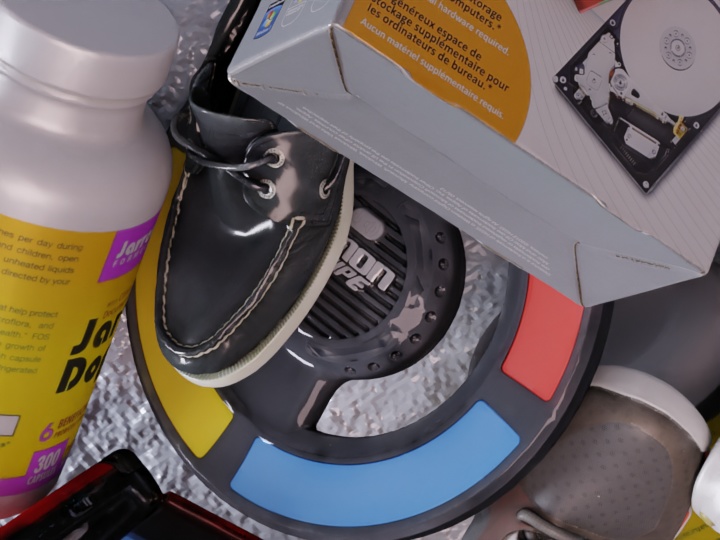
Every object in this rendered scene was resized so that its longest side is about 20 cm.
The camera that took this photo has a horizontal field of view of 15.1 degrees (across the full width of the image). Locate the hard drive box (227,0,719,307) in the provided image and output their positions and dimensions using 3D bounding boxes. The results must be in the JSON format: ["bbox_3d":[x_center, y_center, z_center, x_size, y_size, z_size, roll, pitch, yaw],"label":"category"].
[{"bbox_3d":[0.070,-0.114,0.907,0.156,0.200,0.077,31,157,-21],"label":"hard drive box"}]

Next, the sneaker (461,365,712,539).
[{"bbox_3d":[0.060,0.121,0.990,0.077,0.082,0.200,31,125,-5],"label":"sneaker"}]

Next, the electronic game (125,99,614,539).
[{"bbox_3d":[0.000,0.000,0.989,0.200,0.200,0.042,-41,156,18],"label":"electronic game"}]

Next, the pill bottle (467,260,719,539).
[{"bbox_3d":[0.128,0.098,1.082,0.112,0.112,0.200,-21,120,8],"label":"pill bottle"}]

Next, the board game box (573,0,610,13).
[{"bbox_3d":[0.131,-0.163,0.895,0.200,0.019,0.103,-23,91,-31],"label":"board game box"}]

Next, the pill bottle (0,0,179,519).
[{"bbox_3d":[-0.132,-0.013,1.001,0.104,0.104,0.200,16,118,-13],"label":"pill bottle"}]

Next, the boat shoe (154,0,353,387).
[{"bbox_3d":[-0.032,-0.057,0.959,0.066,0.074,0.199,26,93,-56],"label":"boat shoe"}]

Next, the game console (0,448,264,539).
[{"bbox_3d":[-0.124,0.171,1.071,0.119,0.172,0.200,50,132,5],"label":"game console"}]

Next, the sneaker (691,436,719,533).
[{"bbox_3d":[0.208,0.038,0.962,0.200,0.116,0.074,-41,149,-13],"label":"sneaker"}]
